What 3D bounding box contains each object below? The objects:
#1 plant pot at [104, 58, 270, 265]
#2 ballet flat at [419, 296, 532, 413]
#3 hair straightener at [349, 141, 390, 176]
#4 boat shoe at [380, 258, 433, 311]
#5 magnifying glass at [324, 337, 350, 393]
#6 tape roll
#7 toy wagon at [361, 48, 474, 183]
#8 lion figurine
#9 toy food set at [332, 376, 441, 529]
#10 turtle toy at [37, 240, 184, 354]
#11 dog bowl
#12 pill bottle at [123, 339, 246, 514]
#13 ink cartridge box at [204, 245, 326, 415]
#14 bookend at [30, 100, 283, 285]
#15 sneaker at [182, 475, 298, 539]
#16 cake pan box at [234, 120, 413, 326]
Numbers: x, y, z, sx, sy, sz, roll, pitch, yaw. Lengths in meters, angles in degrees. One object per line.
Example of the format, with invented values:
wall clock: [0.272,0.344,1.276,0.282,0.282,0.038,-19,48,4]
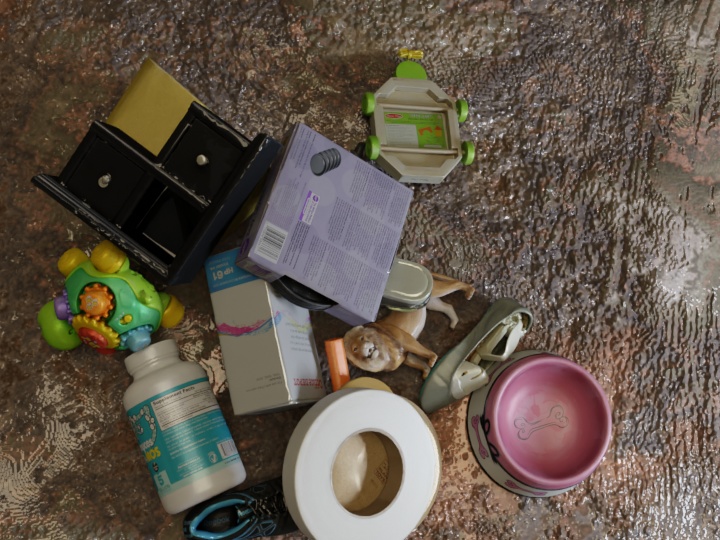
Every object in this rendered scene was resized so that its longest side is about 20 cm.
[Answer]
plant pot: [-0.247,-0.111,1.206,0.194,0.196,0.200,40,86,2]
ballet flat: [0.159,0.118,1.259,0.200,0.068,0.063,-48,43,-16]
hair straightener: [0.001,-0.093,1.310,0.076,0.041,0.202,19,72,-7]
boat shoe: [-0.001,0.003,1.233,0.200,0.060,0.073,20,70,11]
magnifying glass: [-0.019,0.189,1.219,0.079,0.022,0.203,-12,96,-35]
tape roll: [0.002,0.244,1.139,0.201,0.037,0.206,2,87,-29]
toy wagon: [0.078,-0.220,1.331,0.153,0.040,0.202,1,68,-17]
lion figurine: [0.066,0.065,1.271,0.122,0.073,0.201,30,62,8]
toy food set: [0.018,0.254,1.197,0.199,0.048,0.199,38,70,-24]
turtle toy: [-0.326,0.050,1.170,0.146,0.199,0.102,47,51,-33]
dog bowl: [0.246,0.202,1.255,0.197,0.074,0.203,2,78,-7]
pill bottle: [-0.228,0.192,1.176,0.110,0.111,0.202,-22,81,-11]
ink cartridge box: [-0.118,0.078,1.188,0.084,0.144,0.202,-17,79,13]
bookend: [-0.227,-0.122,1.067,0.198,0.092,0.201,36,94,3]
sneaker: [-0.125,0.306,1.179,0.198,0.082,0.074,-17,79,-12]
cake pan box: [-0.040,-0.052,1.150,0.183,0.052,0.202,26,67,-22]
